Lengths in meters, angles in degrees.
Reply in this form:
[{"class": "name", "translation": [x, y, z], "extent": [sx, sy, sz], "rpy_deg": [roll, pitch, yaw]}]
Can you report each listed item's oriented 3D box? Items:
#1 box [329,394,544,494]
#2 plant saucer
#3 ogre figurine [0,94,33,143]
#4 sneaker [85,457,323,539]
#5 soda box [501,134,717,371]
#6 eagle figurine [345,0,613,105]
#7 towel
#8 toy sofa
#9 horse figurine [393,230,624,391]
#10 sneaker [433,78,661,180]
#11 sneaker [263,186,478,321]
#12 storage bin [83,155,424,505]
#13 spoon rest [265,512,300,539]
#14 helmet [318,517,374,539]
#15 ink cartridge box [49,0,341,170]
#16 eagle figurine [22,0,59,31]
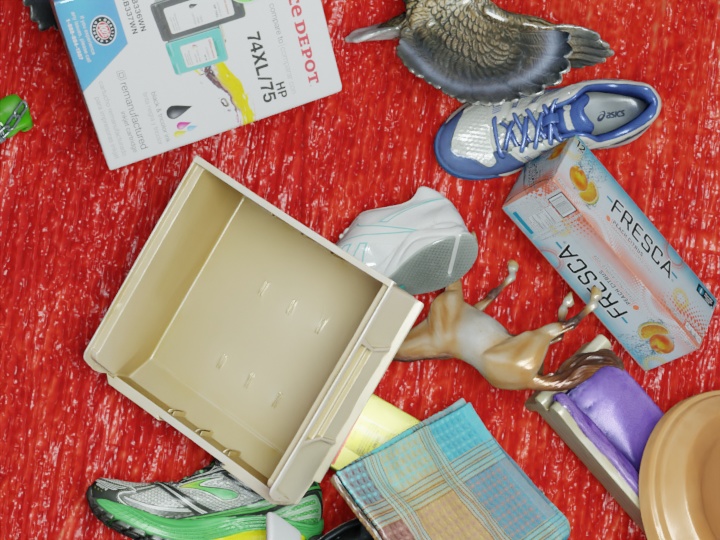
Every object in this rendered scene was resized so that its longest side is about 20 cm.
[{"class": "box", "translation": [0.050, 0.168, 1.304], "extent": [0.199, 0.050, 0.076], "rpy_deg": [31, 80, -3]}, {"class": "plant saucer", "translation": [0.320, 0.193, 1.272], "extent": [0.198, 0.037, 0.202], "rpy_deg": [10, 66, -22]}, {"class": "ogre figurine", "translation": [-0.380, -0.131, 1.260], "extent": [0.199, 0.098, 0.121], "rpy_deg": [34, 64, -18]}, {"class": "sneaker", "translation": [-0.127, 0.188, 1.277], "extent": [0.198, 0.078, 0.086], "rpy_deg": [6, 78, -15]}, {"class": "soda box", "translation": [0.210, -0.013, 1.299], "extent": [0.200, 0.063, 0.069], "rpy_deg": [48, 46, -15]}, {"class": "eagle figurine", "translation": [0.094, -0.207, 1.288], "extent": [0.152, 0.151, 0.200], "rpy_deg": [-43, 84, -15]}, {"class": "towel", "translation": [0.075, 0.183, 1.202], "extent": [0.147, 0.199, 0.022], "rpy_deg": [50, 122, 13]}, {"class": "toy sofa", "translation": [0.238, 0.155, 1.305], "extent": [0.083, 0.098, 0.200], "rpy_deg": [-42, 91, -9]}, {"class": "horse figurine", "translation": [0.117, 0.050, 1.283], "extent": [0.199, 0.050, 0.133], "rpy_deg": [27, 66, 31]}, {"class": "sneaker", "translation": [0.160, -0.130, 1.325], "extent": [0.198, 0.088, 0.076], "rpy_deg": [-15, 89, -6]}, {"class": "sneaker", "translation": [0.000, 0.000, 1.310], "extent": [0.199, 0.071, 0.081], "rpy_deg": [-26, 49, 5]}, {"class": "storage bin", "translation": [-0.088, 0.051, 1.228], "extent": [0.199, 0.094, 0.200], "rpy_deg": [32, 93, 22]}, {"class": "spoon rest", "translation": [-0.135, 0.263, 1.231], "extent": [0.199, 0.061, 0.099], "rpy_deg": [-32, 130, 22]}, {"class": "helmet", "translation": [0.032, 0.295, 1.223], "extent": [0.198, 0.191, 0.202], "rpy_deg": [-9, 59, 14]}, {"class": "ink cartridge box", "translation": [-0.138, -0.201, 1.240], "extent": [0.198, 0.146, 0.148], "rpy_deg": [-20, 121, -8]}, {"class": "eagle figurine", "translation": [-0.275, -0.325, 1.286], "extent": [0.152, 0.150, 0.201], "rpy_deg": [43, 117, 37]}]
